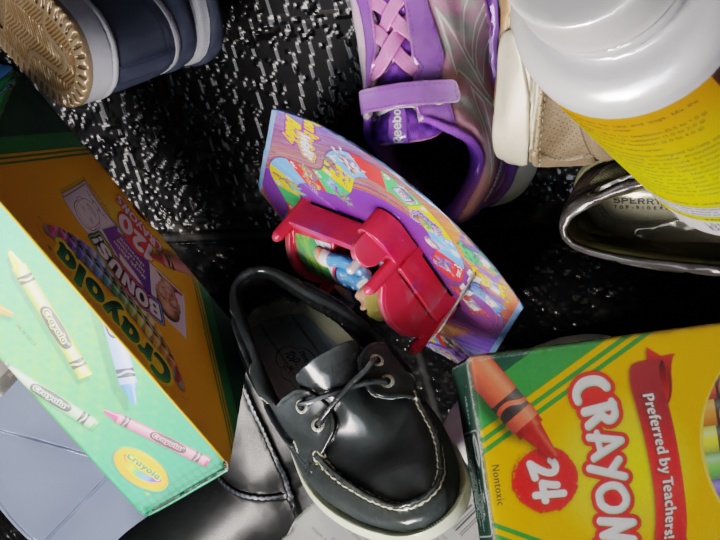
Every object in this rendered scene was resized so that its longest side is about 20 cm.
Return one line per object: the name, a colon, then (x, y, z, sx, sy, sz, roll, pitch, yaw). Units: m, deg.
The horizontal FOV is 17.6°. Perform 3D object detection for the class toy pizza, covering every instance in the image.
toy pizza: (-0.139, 0.108, 1.393, 0.199, 0.032, 0.201, 8, 123, 13)

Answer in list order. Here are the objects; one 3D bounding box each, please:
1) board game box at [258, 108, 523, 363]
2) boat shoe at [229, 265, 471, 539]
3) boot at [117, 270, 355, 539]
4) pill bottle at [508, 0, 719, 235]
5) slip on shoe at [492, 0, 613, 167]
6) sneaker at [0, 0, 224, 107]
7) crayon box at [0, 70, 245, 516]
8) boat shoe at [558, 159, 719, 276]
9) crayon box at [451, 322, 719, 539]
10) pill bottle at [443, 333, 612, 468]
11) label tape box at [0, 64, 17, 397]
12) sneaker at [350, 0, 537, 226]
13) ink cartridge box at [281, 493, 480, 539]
board game box: (0.000, 0.000, 1.182, 0.158, 0.039, 0.200, 39, 163, 6)
boat shoe: (-0.012, 0.058, 1.148, 0.074, 0.200, 0.066, -29, 129, -4)
boot: (-0.079, 0.098, 1.304, 0.198, 0.073, 0.163, -16, 110, 12)
pill bottle: (0.137, -0.097, 1.007, 0.109, 0.110, 0.200, -5, 157, 30)
slip on shoe: (0.097, -0.138, 1.078, 0.060, 0.076, 0.201, 9, 118, 16)
sneaker: (-0.150, -0.163, 1.209, 0.200, 0.108, 0.070, 48, 141, 32)
crayon box: (-0.140, 0.011, 1.170, 0.058, 0.119, 0.200, -31, 113, 19)
boat shoe: (0.191, -0.025, 1.115, 0.199, 0.065, 0.073, -4, 118, 29)
crayon box: (0.153, 0.092, 1.126, 0.199, 0.051, 0.128, -8, 84, -7)
pill bottle: (0.133, 0.143, 1.229, 0.110, 0.111, 0.200, -16, 113, 34)
label tape box: (-0.230, -0.044, 1.272, 0.063, 0.144, 0.200, -15, 113, 34)
sneaker: (0.029, -0.105, 1.133, 0.080, 0.089, 0.201, -2, 119, 30)
ink cartridge box: (0.036, 0.196, 1.131, 0.200, 0.173, 0.044, 42, 149, 11)
